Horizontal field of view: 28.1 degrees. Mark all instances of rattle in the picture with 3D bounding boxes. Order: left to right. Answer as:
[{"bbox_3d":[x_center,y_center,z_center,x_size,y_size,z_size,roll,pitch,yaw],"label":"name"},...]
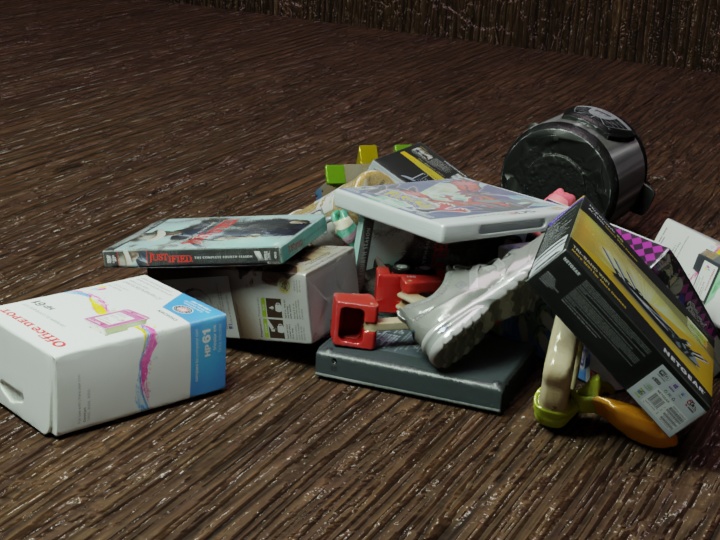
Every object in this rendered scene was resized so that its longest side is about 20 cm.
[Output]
[{"bbox_3d":[0.246,0.066,1.405,0.143,0.130,0.200,-1,36,24],"label":"rattle"}]

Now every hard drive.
[{"bbox_3d":[0.071,0.092,1.495,0.200,0.033,0.140,10,19,19],"label":"hard drive"}]

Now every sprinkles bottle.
[{"bbox_3d":[-0.029,-0.062,1.743,0.068,0.068,0.200,-9,-9,-34],"label":"sprinkles bottle"}]

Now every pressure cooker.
[{"bbox_3d":[0.304,-0.138,2.013,0.178,0.176,0.200,-17,4,32],"label":"pressure cooker"}]

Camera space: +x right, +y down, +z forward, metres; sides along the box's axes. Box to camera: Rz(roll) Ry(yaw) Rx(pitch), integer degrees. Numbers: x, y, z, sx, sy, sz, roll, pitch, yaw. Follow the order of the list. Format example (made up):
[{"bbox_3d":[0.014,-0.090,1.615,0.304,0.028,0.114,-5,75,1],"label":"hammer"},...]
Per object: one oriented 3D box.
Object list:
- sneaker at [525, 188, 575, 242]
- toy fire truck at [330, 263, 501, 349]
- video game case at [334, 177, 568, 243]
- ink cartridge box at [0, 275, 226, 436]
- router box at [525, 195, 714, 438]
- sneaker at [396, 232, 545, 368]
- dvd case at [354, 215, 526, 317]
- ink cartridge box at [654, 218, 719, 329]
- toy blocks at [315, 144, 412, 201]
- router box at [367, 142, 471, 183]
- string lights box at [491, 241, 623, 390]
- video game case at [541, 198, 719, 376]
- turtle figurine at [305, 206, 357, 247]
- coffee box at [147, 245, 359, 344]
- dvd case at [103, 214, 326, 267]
[{"bbox_3d":[0.241,-0.035,1.720,0.074,0.087,0.200,30,-10,18],"label":"sneaker"},{"bbox_3d":[0.067,0.038,1.527,0.199,0.049,0.141,3,18,-6],"label":"toy fire truck"},{"bbox_3d":[0.100,-0.067,1.534,0.182,0.023,0.200,-7,17,-33],"label":"video game case"},{"bbox_3d":[-0.250,0.078,1.395,0.200,0.085,0.144,-15,26,-41],"label":"ink cartridge box"},{"bbox_3d":[0.249,0.039,1.350,0.200,0.052,0.157,47,25,-6],"label":"router box"},{"bbox_3d":[0.124,0.011,1.457,0.200,0.075,0.082,-34,61,-26],"label":"sneaker"},{"bbox_3d":[0.085,-0.004,1.616,0.199,0.146,0.022,-1,34,-17],"label":"dvd case"},{"bbox_3d":[0.427,0.029,1.598,0.145,0.084,0.200,22,9,-27],"label":"ink cartridge box"},{"bbox_3d":[0.029,-0.102,1.952,0.199,0.100,0.137,-3,-13,-20],"label":"toy blocks"},{"bbox_3d":[0.112,-0.074,1.793,0.200,0.052,0.157,37,24,13],"label":"router box"},{"bbox_3d":[0.226,0.046,1.551,0.059,0.103,0.200,-6,20,-32],"label":"string lights box"},{"bbox_3d":[0.293,0.016,1.568,0.036,0.181,0.200,-45,36,-11],"label":"video game case"},{"bbox_3d":[0.000,0.000,1.668,0.199,0.101,0.150,3,-23,-7],"label":"turtle figurine"},{"bbox_3d":[-0.115,0.021,1.554,0.200,0.080,0.113,2,16,27],"label":"coffee box"},{"bbox_3d":[-0.153,-0.032,1.535,0.199,0.022,0.146,-2,15,19],"label":"dvd case"}]
